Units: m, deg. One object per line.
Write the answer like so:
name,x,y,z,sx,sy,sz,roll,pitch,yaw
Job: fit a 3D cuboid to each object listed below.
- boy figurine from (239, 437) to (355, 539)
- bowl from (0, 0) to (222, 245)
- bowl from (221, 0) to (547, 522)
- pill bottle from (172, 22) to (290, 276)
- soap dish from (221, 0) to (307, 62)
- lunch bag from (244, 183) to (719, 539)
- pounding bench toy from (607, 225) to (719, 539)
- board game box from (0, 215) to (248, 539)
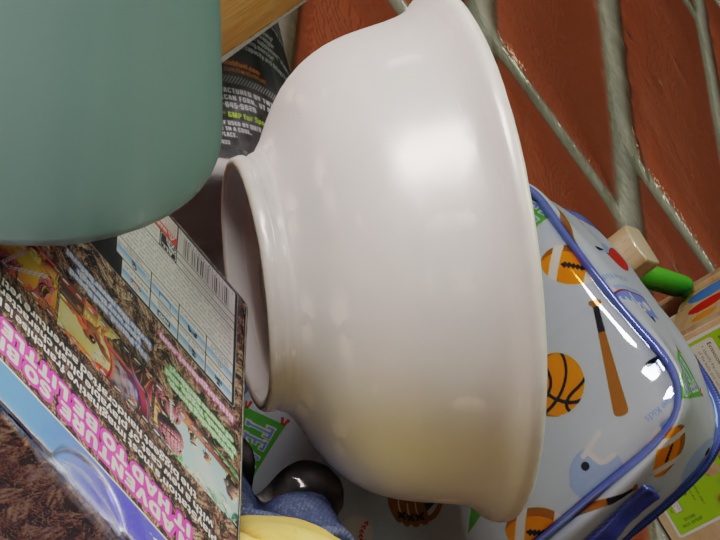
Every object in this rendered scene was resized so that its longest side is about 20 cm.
boy figurine,-0.015,0.123,1.000,0.124,0.065,0.200,21,14,-22
bowl,-0.124,-0.109,0.916,0.200,0.105,0.201,17,32,-11
bowl,0.000,0.000,1.080,0.201,0.090,0.202,172,-90,-79
pill bottle,-0.081,-0.078,1.234,0.106,0.106,0.201,44,24,-42
soap dish,-0.091,-0.156,1.174,0.157,0.081,0.200,34,44,17
lunch bag,0.044,0.074,1.202,0.161,0.200,0.076,54,12,25
pounding bench toy,0.215,0.047,1.832,0.201,0.124,0.156,58,18,-7
board game box,-0.122,0.036,0.961,0.160,0.097,0.200,51,20,-28
